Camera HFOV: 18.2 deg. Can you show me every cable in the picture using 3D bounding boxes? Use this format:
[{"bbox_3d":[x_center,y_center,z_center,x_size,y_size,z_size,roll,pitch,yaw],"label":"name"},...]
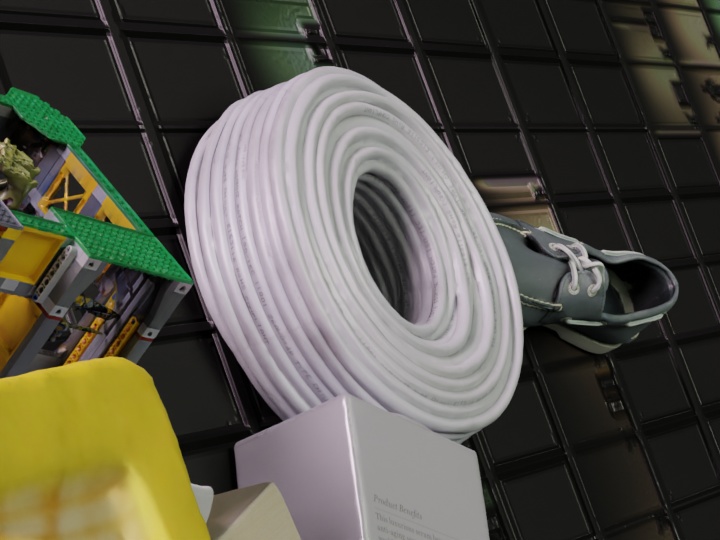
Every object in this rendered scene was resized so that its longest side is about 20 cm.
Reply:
[{"bbox_3d":[0.000,0.000,1.092,0.201,0.069,0.200,63,29,-4],"label":"cable"}]

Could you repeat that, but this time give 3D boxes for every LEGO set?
[{"bbox_3d":[-0.168,0.001,0.815,0.154,0.116,0.200,44,16,25],"label":"LEGO set"}]

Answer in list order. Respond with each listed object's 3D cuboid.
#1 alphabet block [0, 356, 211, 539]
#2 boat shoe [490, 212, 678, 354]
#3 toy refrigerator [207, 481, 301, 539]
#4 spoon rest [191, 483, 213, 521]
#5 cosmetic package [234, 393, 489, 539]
[{"bbox_3d":[-0.151,0.152,0.597,0.196,0.199,0.197,-12,79,-60],"label":"alphabet block"},{"bbox_3d":[0.116,0.000,1.289,0.200,0.062,0.073,20,52,-52],"label":"boat shoe"},{"bbox_3d":[-0.085,0.160,0.838,0.076,0.070,0.200,67,29,-12],"label":"toy refrigerator"},{"bbox_3d":[-0.097,0.090,0.777,0.200,0.099,0.061,-164,-112,-82],"label":"spoon rest"},{"bbox_3d":[0.009,0.167,0.979,0.101,0.071,0.201,28,47,-46],"label":"cosmetic package"}]
